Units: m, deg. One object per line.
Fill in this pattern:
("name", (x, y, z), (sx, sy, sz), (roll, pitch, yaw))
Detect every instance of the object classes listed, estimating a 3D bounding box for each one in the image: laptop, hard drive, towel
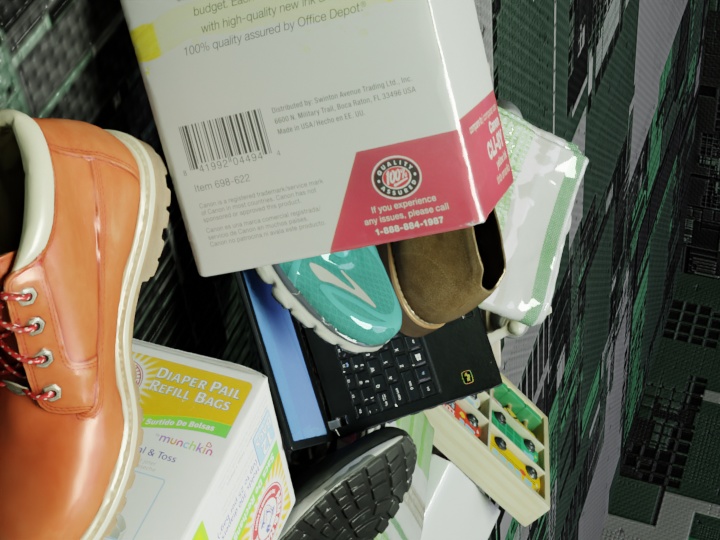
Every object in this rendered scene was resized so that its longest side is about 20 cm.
("laptop", (0.000, 0.000, 0.820), (0.198, 0.103, 0.180), (-14, 83, -29))
("hard drive", (0.034, 0.247, 1.030), (0.202, 0.026, 0.132), (-63, 150, -13))
("towel", (0.079, -0.058, 1.053), (0.198, 0.031, 0.151), (22, 76, -30))
("towel", (0.012, 0.171, 0.903), (0.150, 0.030, 0.202), (67, 29, -60))

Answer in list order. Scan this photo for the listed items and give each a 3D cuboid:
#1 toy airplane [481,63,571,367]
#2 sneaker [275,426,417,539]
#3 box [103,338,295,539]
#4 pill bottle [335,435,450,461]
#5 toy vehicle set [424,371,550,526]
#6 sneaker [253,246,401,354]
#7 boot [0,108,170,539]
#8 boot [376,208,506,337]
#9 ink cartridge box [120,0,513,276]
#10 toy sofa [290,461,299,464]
("toy airplane", (0.112, -0.044, 1.191), (0.201, 0.139, 0.201), (63, 33, -53))
("sneaker", (-0.059, 0.139, 0.799), (0.199, 0.087, 0.076), (-36, 143, -23))
("box", (-0.119, 0.147, 0.680), (0.113, 0.100, 0.201), (81, 27, -48))
("pill bottle", (0.019, 0.224, 1.131), (0.113, 0.112, 0.203), (15, 87, -72))
("toy vehicle set", (0.068, 0.091, 1.071), (0.026, 0.200, 0.125), (-40, -163, 23))
("sneaker", (-0.024, -0.053, 0.740), (0.077, 0.079, 0.202), (-22, 91, -55))
("boot", (-0.143, 0.031, 0.598), (0.107, 0.074, 0.203), (21, 73, -69))
("boot", (0.039, -0.068, 0.836), (0.073, 0.075, 0.203), (4, 66, -46))
("ink cartridge box", (-0.024, -0.114, 0.641), (0.083, 0.143, 0.203), (-43, 121, -64))
("toy sofa", (-0.041, 0.180, 0.946), (0.200, 0.096, 0.084), (24, 79, -73))
